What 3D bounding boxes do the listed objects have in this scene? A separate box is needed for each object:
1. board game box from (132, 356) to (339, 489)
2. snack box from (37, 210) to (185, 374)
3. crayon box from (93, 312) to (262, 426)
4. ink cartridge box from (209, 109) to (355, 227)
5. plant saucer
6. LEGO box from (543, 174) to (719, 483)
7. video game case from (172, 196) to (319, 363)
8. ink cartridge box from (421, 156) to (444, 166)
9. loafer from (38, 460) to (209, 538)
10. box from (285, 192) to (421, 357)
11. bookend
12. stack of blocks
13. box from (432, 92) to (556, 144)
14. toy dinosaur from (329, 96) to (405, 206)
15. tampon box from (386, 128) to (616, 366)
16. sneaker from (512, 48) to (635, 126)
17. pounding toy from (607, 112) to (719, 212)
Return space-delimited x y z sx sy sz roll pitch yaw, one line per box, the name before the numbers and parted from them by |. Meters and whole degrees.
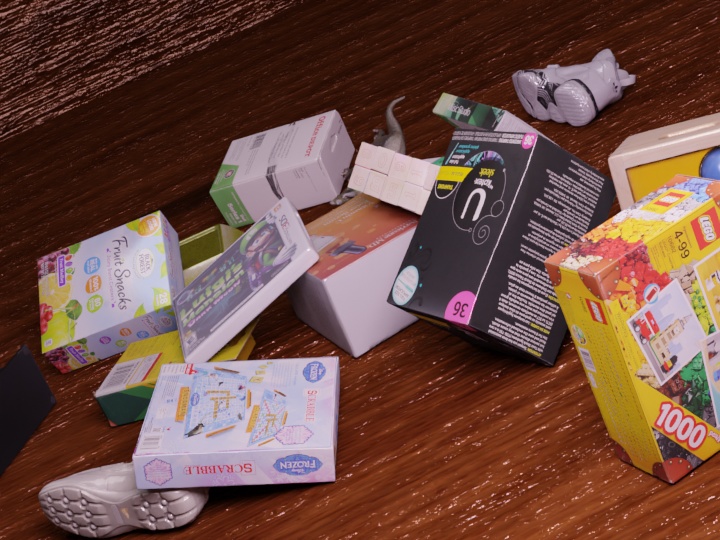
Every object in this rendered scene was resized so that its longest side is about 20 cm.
board game box | -0.121 0.154 1.406 0.197 0.042 0.200 -2 23 2
snack box | -0.346 0.029 1.888 0.198 0.068 0.170 -20 53 8
crayon box | -0.211 0.117 1.658 0.198 0.051 0.127 -16 23 22
ink cartridge box | -0.120 -0.160 2.143 0.198 0.085 0.147 -13 35 24
plant saucer | -0.256 -0.001 1.990 0.198 0.048 0.200 -24 21 0
LEGO box | 0.259 0.047 1.121 0.148 0.201 0.077 -31 21 -17
video game case | -0.143 0.012 1.637 0.200 0.023 0.182 -42 25 6
ink cartridge box | 0.078 -0.094 1.859 0.160 0.050 0.200 -4 27 42
loafer | -0.242 0.232 1.404 0.198 0.071 0.070 -4 23 25
box | 0.000 0.000 1.635 0.151 0.107 0.200 -30 21 -15
bookend | -0.524 0.204 1.727 0.197 0.093 0.200 -16 22 21
stack of blocks | 0.078 -0.094 1.576 0.199 0.059 0.115 24 6 43
box | 0.195 -0.176 1.805 0.037 0.144 0.200 -59 25 0
toy dinosaur | 0.032 -0.157 1.981 0.201 0.077 0.102 -53 25 -7
tampon box | 0.144 -0.027 1.390 0.149 0.126 0.202 12 79 58
sneaker | 0.314 -0.273 1.998 0.114 0.076 0.200 -30 27 -16
pounding toy | 0.323 -0.042 1.324 0.198 0.186 0.142 -13 11 25
